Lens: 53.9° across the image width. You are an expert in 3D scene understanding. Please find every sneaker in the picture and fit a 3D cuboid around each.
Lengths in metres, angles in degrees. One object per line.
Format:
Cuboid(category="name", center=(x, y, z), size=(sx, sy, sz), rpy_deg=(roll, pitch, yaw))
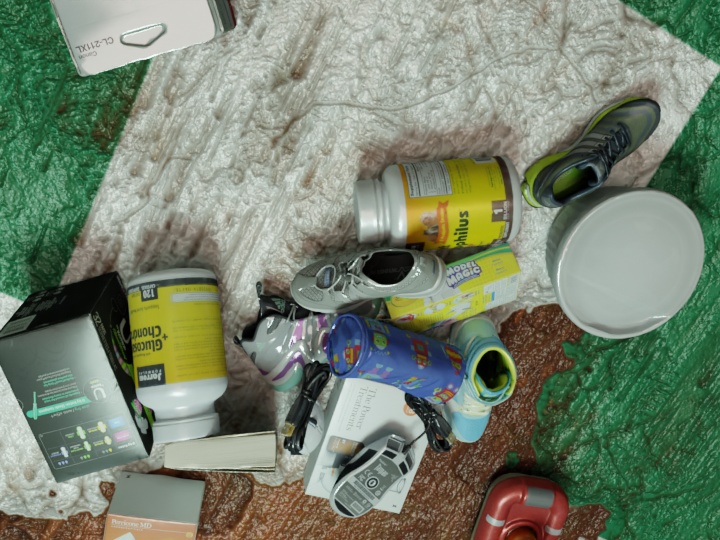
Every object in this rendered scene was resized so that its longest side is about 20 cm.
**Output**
Cuboid(category="sneaker", center=(-0.080, 0.057, 0.931), size=(0.199, 0.078, 0.140), rpy_deg=(-39, 110, 7))
Cuboid(category="sneaker", center=(0.000, 0.000, 0.855), size=(0.198, 0.082, 0.076), rpy_deg=(-11, 68, 20))
Cuboid(category="sneaker", center=(0.160, 0.172, 0.971), size=(0.079, 0.131, 0.202), rpy_deg=(-4, 110, -7))
Cuboid(category="sneaker", center=(0.303, -0.142, 0.901), size=(0.200, 0.081, 0.074), rpy_deg=(-40, 109, 8))

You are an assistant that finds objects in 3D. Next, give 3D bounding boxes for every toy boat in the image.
Cuboid(category="toy boat", center=(0.246, 0.418, 1.068), size=(0.129, 0.131, 0.202), rpy_deg=(11, 108, -10))

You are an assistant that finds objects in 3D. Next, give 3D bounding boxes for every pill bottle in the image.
Cuboid(category="pill bottle", center=(0.093, -0.081, 0.884), size=(0.198, 0.109, 0.110), rpy_deg=(-6, 110, -4))
Cuboid(category="pill bottle", center=(-0.224, 0.104, 0.875), size=(0.111, 0.112, 0.202), rpy_deg=(-7, 82, -4))

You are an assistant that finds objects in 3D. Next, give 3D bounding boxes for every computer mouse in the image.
Cuboid(category="computer mouse", center=(-0.068, 0.198, 0.928), size=(0.043, 0.200, 0.111), rpy_deg=(17, 66, 3))
Cuboid(category="computer mouse", center=(0.034, 0.259, 0.984), size=(0.200, 0.044, 0.110), rpy_deg=(-40, 115, 1))

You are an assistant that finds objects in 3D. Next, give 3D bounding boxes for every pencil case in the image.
Cuboid(category="pencil case", center=(0.045, 0.113, 0.889), size=(0.199, 0.079, 0.087), rpy_deg=(21, 144, -38))

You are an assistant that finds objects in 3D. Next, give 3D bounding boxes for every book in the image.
Cuboid(category="book", center=(-0.176, 0.236, 0.927), size=(0.132, 0.200, 0.049), rpy_deg=(0, 78, -6))

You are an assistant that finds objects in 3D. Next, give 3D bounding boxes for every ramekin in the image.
Cuboid(category="ramekin", center=(0.340, -0.019, 0.943), size=(0.200, 0.094, 0.205), rpy_deg=(-2, 110, -6))

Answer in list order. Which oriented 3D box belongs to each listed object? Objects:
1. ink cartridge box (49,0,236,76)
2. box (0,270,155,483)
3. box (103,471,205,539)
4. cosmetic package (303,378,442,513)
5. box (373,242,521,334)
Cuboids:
Cuboid(category="ink cartridge box", center=(-0.213, -0.269, 0.733), size=(0.144, 0.200, 0.084), rpy_deg=(-16, 111, -1))
Cuboid(category="box", center=(-0.342, 0.130, 0.888), size=(0.123, 0.149, 0.202), rpy_deg=(-15, 111, -1))
Cuboid(category="box", center=(-0.304, 0.407, 1.019), size=(0.123, 0.098, 0.202), rpy_deg=(10, 108, -10))
Cuboid(category="cosmetic package", center=(0.017, 0.243, 1.024), size=(0.149, 0.052, 0.202), rpy_deg=(14, 107, -14))
Cuboid(category="box", center=(0.107, 0.037, 0.927), size=(0.198, 0.117, 0.049), rpy_deg=(-22, 67, 0))
